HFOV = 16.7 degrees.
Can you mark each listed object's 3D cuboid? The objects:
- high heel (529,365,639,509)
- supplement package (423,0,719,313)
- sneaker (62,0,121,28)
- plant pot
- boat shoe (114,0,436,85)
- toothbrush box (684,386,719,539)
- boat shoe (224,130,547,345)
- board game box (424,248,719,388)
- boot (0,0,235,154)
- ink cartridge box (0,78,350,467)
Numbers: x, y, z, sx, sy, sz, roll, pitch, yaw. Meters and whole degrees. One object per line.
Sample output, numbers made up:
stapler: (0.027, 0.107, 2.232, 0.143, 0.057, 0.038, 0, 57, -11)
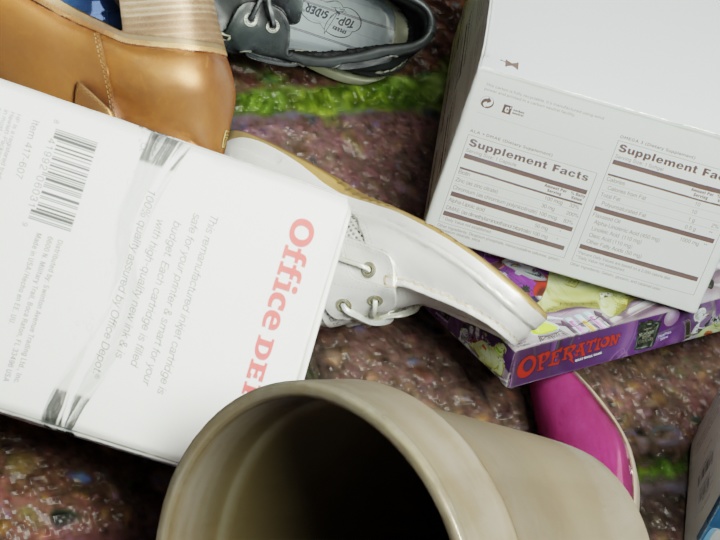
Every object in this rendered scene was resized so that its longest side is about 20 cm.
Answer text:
high heel: (0.102, 0.133, 1.241, 0.096, 0.068, 0.200, -22, 51, -5)
supplement package: (0.129, -0.096, 1.328, 0.155, 0.111, 0.200, 16, 37, -3)
sneaker: (-0.150, -0.181, 1.308, 0.066, 0.079, 0.201, 0, 65, -15)
plant pot: (0.034, 0.144, 1.104, 0.173, 0.200, 0.201, -2, 57, -46)
boat shoe: (-0.041, -0.146, 1.318, 0.199, 0.066, 0.075, 20, 72, -37)
toothbrush box: (0.281, 0.104, 1.262, 0.199, 0.147, 0.086, 12, 53, -5)
boat shoe: (0.000, 0.000, 1.252, 0.199, 0.071, 0.070, 27, 82, 25)
board game box: (0.126, 0.000, 1.330, 0.199, 0.032, 0.120, -13, 36, -32)
boot: (-0.162, -0.074, 1.241, 0.199, 0.074, 0.156, -5, 89, 10)
ink cartridge box: (-0.123, 0.006, 1.161, 0.199, 0.084, 0.147, 19, 82, -15)
